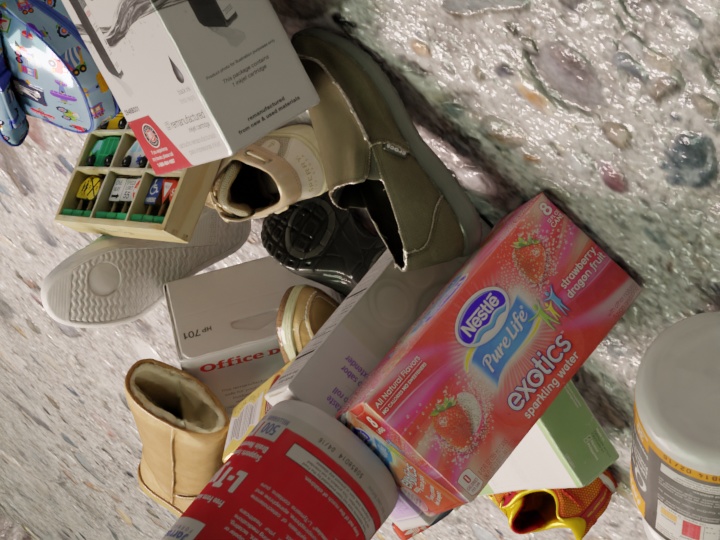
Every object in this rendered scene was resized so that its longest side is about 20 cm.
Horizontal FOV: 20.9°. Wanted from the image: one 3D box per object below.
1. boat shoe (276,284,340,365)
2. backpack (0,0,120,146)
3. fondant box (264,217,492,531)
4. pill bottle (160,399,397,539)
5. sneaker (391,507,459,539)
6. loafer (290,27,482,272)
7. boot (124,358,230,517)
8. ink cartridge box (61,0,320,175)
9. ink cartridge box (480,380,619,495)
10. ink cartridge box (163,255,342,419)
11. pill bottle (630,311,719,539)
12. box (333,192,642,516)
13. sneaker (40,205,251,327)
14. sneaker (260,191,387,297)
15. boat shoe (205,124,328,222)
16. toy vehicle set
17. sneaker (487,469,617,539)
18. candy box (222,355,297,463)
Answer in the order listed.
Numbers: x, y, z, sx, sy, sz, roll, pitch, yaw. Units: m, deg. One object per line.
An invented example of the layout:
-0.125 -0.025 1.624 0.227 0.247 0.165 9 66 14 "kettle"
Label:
0.000 0.079 1.588 0.076 0.072 0.200 7 151 30 "boat shoe"
-0.260 -0.183 1.563 0.199 0.135 0.183 33 157 16 "backpack"
0.049 0.065 1.414 0.144 0.200 0.058 44 158 -9 "fondant box"
-0.073 0.194 1.318 0.112 0.200 0.113 33 157 16 "pill bottle"
0.012 0.176 1.799 0.075 0.084 0.200 55 171 -36 "sneaker"
0.003 -0.082 1.360 0.200 0.069 0.075 52 160 13 "loafer"
-0.126 0.171 1.683 0.174 0.066 0.200 25 152 8 "boot"
-0.133 -0.179 1.361 0.144 0.083 0.201 -7 112 62 "ink cartridge box"
0.108 0.109 1.572 0.146 0.048 0.200 56 158 -6 "ink cartridge box"
-0.082 0.077 1.713 0.201 0.145 0.086 81 174 -56 "ink cartridge box"
0.239 0.124 1.317 0.116 0.117 0.201 32 156 23 "pill bottle"
0.085 0.058 1.338 0.103 0.200 0.095 43 160 -2 "box"
-0.205 -0.015 1.705 0.118 0.199 0.074 21 131 54 "sneaker"
0.000 0.000 1.556 0.199 0.076 0.091 30 166 38 "sneaker"
-0.092 -0.073 1.555 0.199 0.065 0.073 -1 118 57 "boat shoe"
-0.177 -0.089 1.609 0.026 0.125 0.199 26 169 -33 "toy vehicle set"
0.131 0.181 1.661 0.073 0.077 0.199 49 159 -22 "sneaker"
-0.011 0.113 1.537 0.116 0.057 0.200 24 141 -21 "candy box"
